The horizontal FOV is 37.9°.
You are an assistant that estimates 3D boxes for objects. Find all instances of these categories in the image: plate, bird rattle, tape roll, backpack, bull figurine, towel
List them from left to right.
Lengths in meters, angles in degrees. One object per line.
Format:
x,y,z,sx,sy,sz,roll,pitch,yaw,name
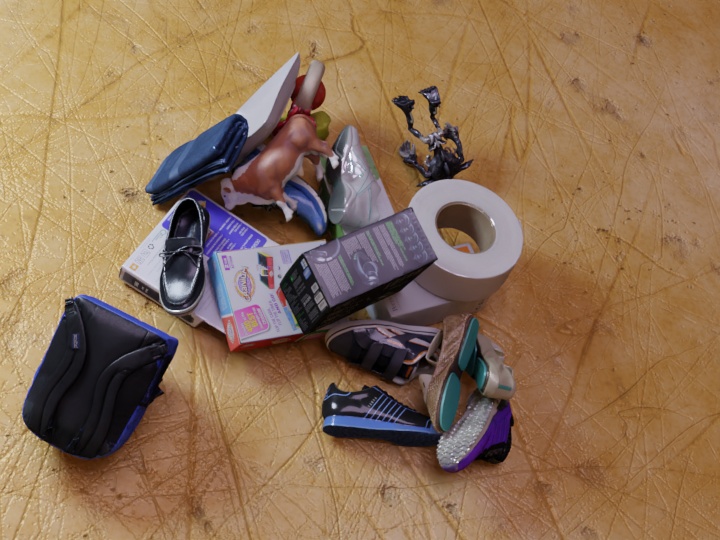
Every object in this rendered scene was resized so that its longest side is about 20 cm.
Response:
-0.355,0.157,1.454,0.162,0.168,0.201,25,86,5,backpack
-0.261,-0.176,1.688,0.049,0.200,0.112,43,48,-24,towel
-0.176,-0.250,1.758,0.032,0.199,0.200,37,44,-19,plate
-0.132,-0.157,1.699,0.121,0.065,0.200,42,91,-12,bull figurine
-0.106,-0.285,1.806,0.112,0.200,0.164,20,94,2,bird rattle
0.163,-0.051,1.722,0.201,0.071,0.203,8,53,-11,tape roll

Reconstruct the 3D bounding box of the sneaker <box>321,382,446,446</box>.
0.040,0.216,1.594,0.199,0.070,0.078,10,60,-11,sneaker

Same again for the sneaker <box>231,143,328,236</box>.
-0.136,-0.122,1.771,0.200,0.079,0.089,41,75,8,sneaker

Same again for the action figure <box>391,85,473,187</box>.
0.130,-0.230,1.891,0.118,0.201,0.102,-22,25,-3,action figure

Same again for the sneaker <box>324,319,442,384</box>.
0.045,0.129,1.648,0.199,0.079,0.080,4,51,-17,sneaker

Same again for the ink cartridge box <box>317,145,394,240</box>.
-0.010,-0.116,1.805,0.103,0.059,0.201,-8,60,-22,ink cartridge box

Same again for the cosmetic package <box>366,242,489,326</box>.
0.108,0.031,1.738,0.199,0.071,0.102,-14,63,-25,cosmetic package

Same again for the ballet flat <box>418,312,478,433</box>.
0.127,0.155,1.606,0.065,0.071,0.201,5,57,26,ballet flat

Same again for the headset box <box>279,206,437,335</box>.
0.000,0.000,1.573,0.199,0.174,0.093,-24,82,-21,headset box

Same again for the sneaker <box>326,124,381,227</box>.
-0.010,-0.153,1.759,0.080,0.070,0.201,15,56,-26,sneaker

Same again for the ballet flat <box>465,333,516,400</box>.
0.201,0.148,1.646,0.069,0.070,0.200,12,18,-10,ballet flat

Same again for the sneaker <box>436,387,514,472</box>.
0.188,0.260,1.594,0.200,0.069,0.100,-45,115,-49,sneaker

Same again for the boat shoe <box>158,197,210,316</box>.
-0.269,-0.024,1.594,0.074,0.062,0.201,0,59,8,boat shoe

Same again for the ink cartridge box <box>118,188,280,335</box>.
-0.245,-0.010,1.669,0.200,0.043,0.198,33,55,3,ink cartridge box

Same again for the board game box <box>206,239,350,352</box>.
-0.126,0.037,1.641,0.199,0.040,0.154,-7,72,-32,board game box
